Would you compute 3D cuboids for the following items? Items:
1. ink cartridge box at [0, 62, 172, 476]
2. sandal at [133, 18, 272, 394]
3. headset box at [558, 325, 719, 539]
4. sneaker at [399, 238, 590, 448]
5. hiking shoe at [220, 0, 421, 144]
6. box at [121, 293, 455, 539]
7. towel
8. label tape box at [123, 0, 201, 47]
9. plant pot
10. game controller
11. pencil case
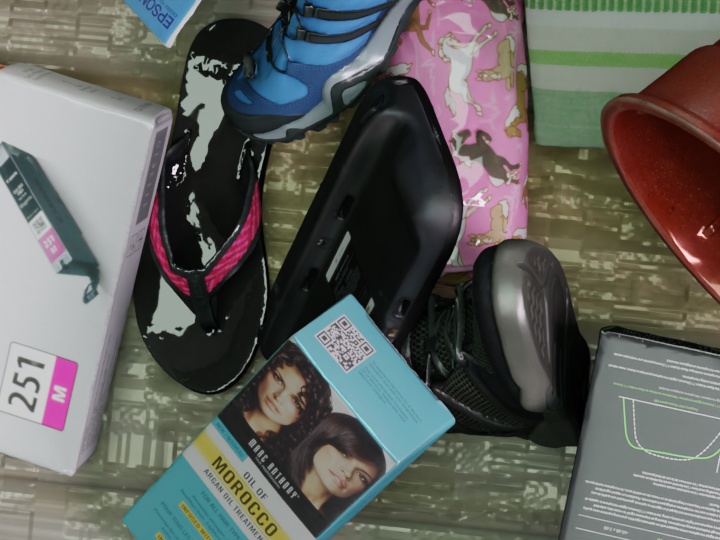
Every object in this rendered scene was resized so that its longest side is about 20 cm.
[{"bbox_3d":[-0.205,-0.012,1.333,0.172,0.044,0.201,17,105,8],"label":"ink cartridge box"},{"bbox_3d":[-0.082,-0.035,1.335,0.074,0.045,0.202,7,90,9],"label":"sandal"},{"bbox_3d":[0.144,0.134,1.234,0.092,0.174,0.202,12,92,8],"label":"headset box"},{"bbox_3d":[0.051,0.039,1.239,0.113,0.200,0.077,1,74,9],"label":"sneaker"},{"bbox_3d":[-0.011,-0.143,1.229,0.200,0.086,0.075,-41,38,28],"label":"hiking shoe"},{"bbox_3d":[-0.040,0.101,1.266,0.082,0.049,0.200,50,136,7],"label":"box"},{"bbox_3d":[0.151,-0.157,1.244,0.151,0.023,0.202,4,112,25],"label":"towel"},{"bbox_3d":[-0.055,-0.216,1.298,0.200,0.066,0.143,-49,52,7],"label":"label tape box"},{"bbox_3d":[0.247,-0.069,1.149,0.195,0.201,0.201,-44,83,-8],"label":"plant pot"},{"bbox_3d":[0.000,0.000,1.259,0.042,0.201,0.105,-6,52,-31],"label":"game controller"},{"bbox_3d":[0.043,-0.092,1.300,0.086,0.083,0.202,0,89,-6],"label":"pencil case"}]
